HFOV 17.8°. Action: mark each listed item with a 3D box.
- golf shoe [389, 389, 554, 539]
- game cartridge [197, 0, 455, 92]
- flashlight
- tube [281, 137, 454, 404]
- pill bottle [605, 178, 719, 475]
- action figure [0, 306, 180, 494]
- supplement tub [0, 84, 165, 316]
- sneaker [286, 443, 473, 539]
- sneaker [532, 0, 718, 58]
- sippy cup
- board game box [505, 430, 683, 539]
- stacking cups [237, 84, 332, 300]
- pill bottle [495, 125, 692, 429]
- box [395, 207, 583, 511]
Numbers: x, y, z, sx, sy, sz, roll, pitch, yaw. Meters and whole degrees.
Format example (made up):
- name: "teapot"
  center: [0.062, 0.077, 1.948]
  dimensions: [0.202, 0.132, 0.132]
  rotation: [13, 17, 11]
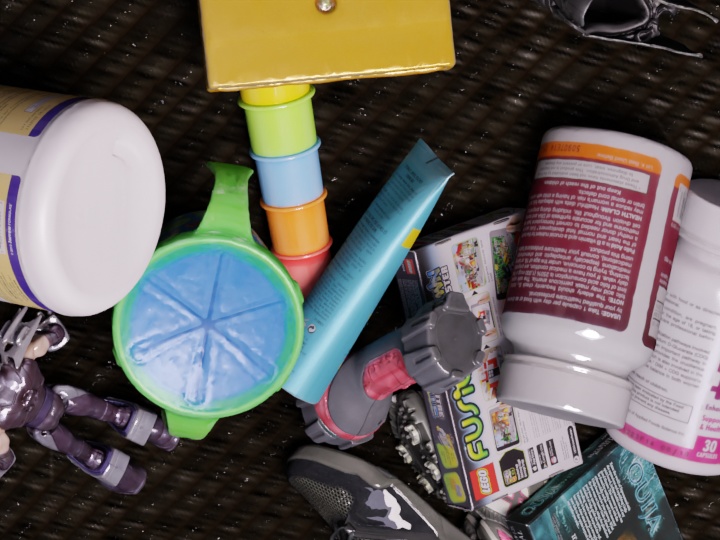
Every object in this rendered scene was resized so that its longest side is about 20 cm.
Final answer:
- name: "golf shoe"
  center: [0.095, 0.154, 1.778]
  dimensions: [0.088, 0.077, 0.200]
  rotation: [-41, 116, -11]
- name: "game cartridge"
  center: [-0.030, -0.231, 1.596]
  dimensions: [0.175, 0.032, 0.202]
  rotation: [-5, 88, -6]
- name: "flashlight"
  center: [0.023, 0.079, 1.665]
  dimensions: [0.068, 0.200, 0.068]
  rotation: [48, 60, -8]
- name: "tube"
  center: [0.000, 0.000, 1.662]
  dimensions: [0.050, 0.077, 0.201]
  rotation: [27, 101, -30]
- name: "pill bottle"
  center: [0.261, 0.041, 1.727]
  dimensions: [0.112, 0.113, 0.202]
  rotation: [10, 109, -12]
- name: "action figure"
  center: [-0.227, 0.103, 1.670]
  dimensions: [0.200, 0.069, 0.131]
  rotation: [32, 88, -43]
- name: "supplement tub"
  center: [-0.249, -0.054, 1.561]
  dimensions: [0.199, 0.145, 0.147]
  rotation: [11, 114, 30]
- name: "sneaker"
  center: [0.010, 0.221, 1.745]
  dimensions: [0.199, 0.076, 0.114]
  rotation: [40, 64, -3]
- name: "sneaker"
  center: [0.147, -0.206, 1.624]
  dimensions: [0.198, 0.104, 0.060]
  rotation: [19, 107, -14]
- name: "sippy cup"
  center: [-0.110, 0.020, 1.654]
  dimensions: [0.178, 0.130, 0.140]
  rotation: [-43, 107, 10]
- name: "board game box"
  center: [0.199, 0.238, 1.802]
  dimensions: [0.135, 0.028, 0.201]
  rotation: [-37, 116, -29]
- name: "stacking cups"
  center: [-0.056, -0.072, 1.673]
  dimensions: [0.060, 0.061, 0.202]
  rotation: [-8, 114, -5]
- name: "pill bottle"
  center: [0.165, 0.006, 1.665]
  dimensions: [0.113, 0.114, 0.202]
  rotation: [15, 83, -13]
- name: "box"
  center: [0.095, 0.065, 1.711]
  dimensions: [0.109, 0.035, 0.202]
  rotation: [-19, 102, -30]
